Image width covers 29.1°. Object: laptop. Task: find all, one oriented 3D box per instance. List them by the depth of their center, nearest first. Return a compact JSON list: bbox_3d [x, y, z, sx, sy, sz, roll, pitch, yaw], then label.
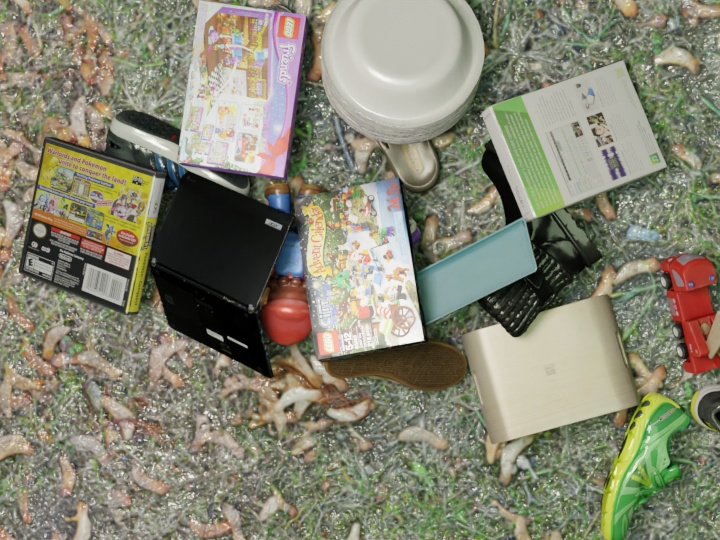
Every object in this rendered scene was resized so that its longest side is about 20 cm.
[{"bbox_3d":[-0.166,0.006,1.733,0.176,0.202,0.103,24,54,28],"label":"laptop"}]

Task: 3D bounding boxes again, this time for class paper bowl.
[{"bbox_3d":[0.051,-0.263,1.671,0.197,0.105,0.204,0,74,-1],"label":"paper bowl"}]

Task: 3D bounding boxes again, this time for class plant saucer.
[{"bbox_3d":[0.129,0.009,1.671,0.199,0.019,0.071,-29,62,33],"label":"plant saucer"}]

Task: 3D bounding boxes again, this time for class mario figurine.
[{"bbox_3d":[-0.089,-0.006,1.773,0.122,0.105,0.203,2,86,41],"label":"mario figurine"}]

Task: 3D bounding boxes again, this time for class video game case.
[{"bbox_3d":[-0.343,-0.059,1.763,0.198,0.025,0.184,18,99,31],"label":"video game case"}]

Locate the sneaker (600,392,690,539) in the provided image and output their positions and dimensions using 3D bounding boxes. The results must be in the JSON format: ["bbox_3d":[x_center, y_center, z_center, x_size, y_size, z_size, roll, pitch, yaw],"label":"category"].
[{"bbox_3d":[0.358,0.258,1.746,0.083,0.074,0.203,22,98,7],"label":"sneaker"}]

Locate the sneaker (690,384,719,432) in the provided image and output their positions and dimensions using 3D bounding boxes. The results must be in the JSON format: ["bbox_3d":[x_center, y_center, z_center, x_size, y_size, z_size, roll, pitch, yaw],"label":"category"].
[{"bbox_3d":[0.513,0.190,1.718,0.197,0.085,0.076,4,98,5],"label":"sneaker"}]

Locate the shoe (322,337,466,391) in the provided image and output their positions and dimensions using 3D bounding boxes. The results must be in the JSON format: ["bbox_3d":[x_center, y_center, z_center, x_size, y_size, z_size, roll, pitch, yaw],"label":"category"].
[{"bbox_3d":[0.041,0.108,1.754,0.197,0.053,0.071,8,107,-22],"label":"shoe"}]

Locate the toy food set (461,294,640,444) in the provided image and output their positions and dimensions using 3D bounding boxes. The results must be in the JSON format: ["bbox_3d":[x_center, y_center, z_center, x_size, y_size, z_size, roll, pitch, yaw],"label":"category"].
[{"bbox_3d":[0.240,0.125,1.758,0.197,0.060,0.146,-16,83,6],"label":"toy food set"}]

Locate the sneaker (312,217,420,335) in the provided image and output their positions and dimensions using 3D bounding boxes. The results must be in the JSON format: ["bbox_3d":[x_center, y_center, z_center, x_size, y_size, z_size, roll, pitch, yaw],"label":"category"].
[{"bbox_3d":[0.019,0.020,1.764,0.083,0.081,0.201,31,108,-14],"label":"sneaker"}]

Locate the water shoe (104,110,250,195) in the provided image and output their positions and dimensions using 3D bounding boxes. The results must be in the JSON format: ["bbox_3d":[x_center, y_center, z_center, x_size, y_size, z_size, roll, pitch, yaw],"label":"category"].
[{"bbox_3d":[-0.234,-0.132,1.773,0.198,0.072,0.080,29,120,5],"label":"water shoe"}]

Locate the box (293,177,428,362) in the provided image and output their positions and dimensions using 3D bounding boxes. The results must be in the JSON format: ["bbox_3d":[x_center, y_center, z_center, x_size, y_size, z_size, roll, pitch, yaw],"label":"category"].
[{"bbox_3d":[0.000,0.000,1.683,0.134,0.038,0.203,-11,80,9],"label":"box"}]

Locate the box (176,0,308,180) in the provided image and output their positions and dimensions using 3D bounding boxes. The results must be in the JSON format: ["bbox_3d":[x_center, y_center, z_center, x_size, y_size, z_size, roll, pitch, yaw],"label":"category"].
[{"bbox_3d":[-0.144,-0.220,1.702,0.135,0.039,0.203,8,89,3],"label":"box"}]

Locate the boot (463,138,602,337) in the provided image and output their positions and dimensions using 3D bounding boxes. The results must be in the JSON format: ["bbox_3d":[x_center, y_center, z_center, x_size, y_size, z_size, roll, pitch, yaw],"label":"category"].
[{"bbox_3d":[0.179,-0.041,1.711,0.157,0.079,0.212,-39,81,4],"label":"boot"}]

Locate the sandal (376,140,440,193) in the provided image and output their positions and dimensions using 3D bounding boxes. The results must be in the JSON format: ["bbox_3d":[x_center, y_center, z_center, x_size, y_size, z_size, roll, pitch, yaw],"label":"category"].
[{"bbox_3d":[0.036,-0.188,1.736,0.081,0.055,0.202,-26,93,8],"label":"sandal"}]

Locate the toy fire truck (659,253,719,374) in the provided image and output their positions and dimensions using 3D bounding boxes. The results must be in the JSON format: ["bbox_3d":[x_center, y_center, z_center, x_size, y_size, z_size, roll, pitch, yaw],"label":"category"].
[{"bbox_3d":[0.432,0.079,1.681,0.048,0.141,0.203,-15,95,-13],"label":"toy fire truck"}]

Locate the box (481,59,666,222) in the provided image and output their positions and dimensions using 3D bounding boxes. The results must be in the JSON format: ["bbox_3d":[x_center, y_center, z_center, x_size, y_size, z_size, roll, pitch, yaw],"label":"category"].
[{"bbox_3d":[0.259,-0.158,1.677,0.198,0.036,0.146,-20,85,-21],"label":"box"}]

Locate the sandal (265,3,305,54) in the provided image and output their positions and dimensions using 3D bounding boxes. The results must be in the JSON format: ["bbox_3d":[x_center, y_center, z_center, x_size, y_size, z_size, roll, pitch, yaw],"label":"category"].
[{"bbox_3d":[-0.119,-0.235,1.750,0.074,0.048,0.203,15,97,3],"label":"sandal"}]
